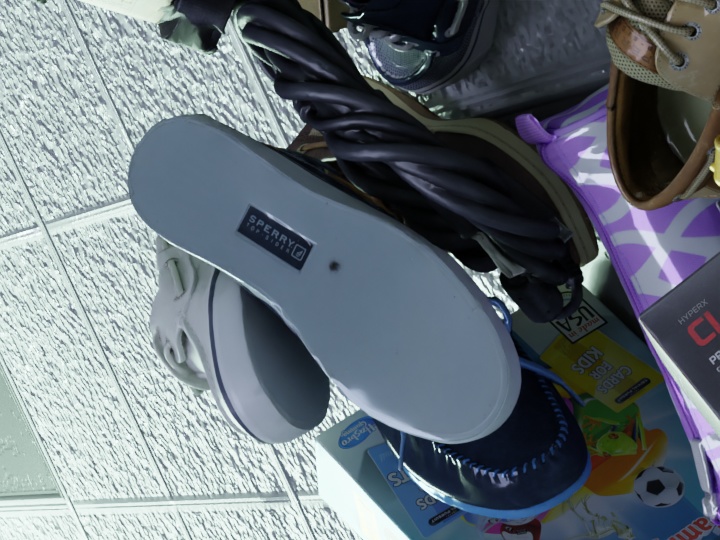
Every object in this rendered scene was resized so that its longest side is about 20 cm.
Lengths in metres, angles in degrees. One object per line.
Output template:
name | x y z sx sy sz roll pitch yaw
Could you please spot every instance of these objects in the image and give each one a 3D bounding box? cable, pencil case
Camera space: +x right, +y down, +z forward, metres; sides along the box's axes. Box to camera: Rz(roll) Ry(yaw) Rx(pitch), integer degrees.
cable | 0.007 -0.054 1.226 0.200 0.051 0.163 43 -174 29
pencil case | 0.141 0.012 1.181 0.201 0.085 0.084 65 172 -2

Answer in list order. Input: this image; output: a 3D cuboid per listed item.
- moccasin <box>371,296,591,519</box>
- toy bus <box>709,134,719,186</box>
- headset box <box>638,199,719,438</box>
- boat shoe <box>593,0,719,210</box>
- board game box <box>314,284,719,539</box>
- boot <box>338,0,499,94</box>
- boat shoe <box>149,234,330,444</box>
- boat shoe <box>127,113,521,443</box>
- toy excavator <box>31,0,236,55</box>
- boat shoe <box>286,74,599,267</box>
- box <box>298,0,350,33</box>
moccasin | 0.026 0.039 1.254 0.200 0.080 0.068 37 152 51
toy bus | 0.176 -0.055 0.911 0.200 0.135 0.193 36 127 23
headset box | 0.202 0.038 1.000 0.200 0.148 0.075 53 -178 19
boat shoe | 0.125 -0.092 1.047 0.076 0.074 0.201 42 153 32
board game box | 0.099 0.110 1.279 0.200 0.151 0.047 44 155 33
boot | 0.015 -0.128 1.274 0.073 0.090 0.200 54 154 16
boat shoe | -0.063 0.023 1.300 0.072 0.066 0.200 50 -166 -31
boat shoe | 0.000 0.000 1.209 0.200 0.091 0.071 38 103 23
toy excavator | -0.088 -0.197 1.248 0.194 0.099 0.201 135 149 -67
boat shoe | 0.029 -0.032 1.349 0.200 0.072 0.072 29 152 47
box | -0.062 -0.222 1.365 0.163 0.021 0.201 23 124 53
